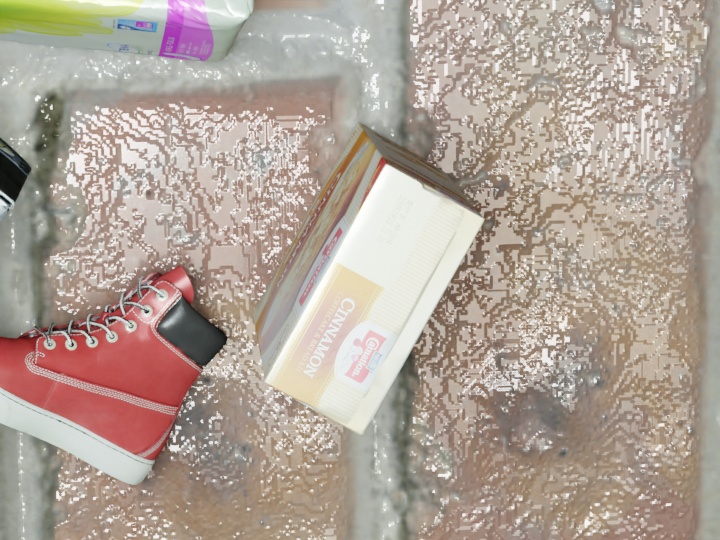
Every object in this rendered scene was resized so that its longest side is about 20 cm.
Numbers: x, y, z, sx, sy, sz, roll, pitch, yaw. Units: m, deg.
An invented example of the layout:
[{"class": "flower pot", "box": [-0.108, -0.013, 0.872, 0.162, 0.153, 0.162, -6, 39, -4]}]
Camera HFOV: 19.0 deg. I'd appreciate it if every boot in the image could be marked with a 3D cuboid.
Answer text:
[{"class": "boot", "box": [-0.190, 0.040, 1.421, 0.200, 0.072, 0.145, 29, 96, -32]}]

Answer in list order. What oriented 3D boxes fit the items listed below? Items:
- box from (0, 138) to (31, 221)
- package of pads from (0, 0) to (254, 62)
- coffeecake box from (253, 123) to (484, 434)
[{"class": "box", "box": [-0.308, -0.008, 1.369, 0.086, 0.164, 0.200, 41, 94, -10]}, {"class": "package of pads", "box": [-0.170, -0.181, 1.354, 0.199, 0.154, 0.069, 5, 87, -8]}, {"class": "coffeecake box", "box": [0.000, 0.000, 1.378, 0.073, 0.200, 0.154, 28, 97, -10]}]
